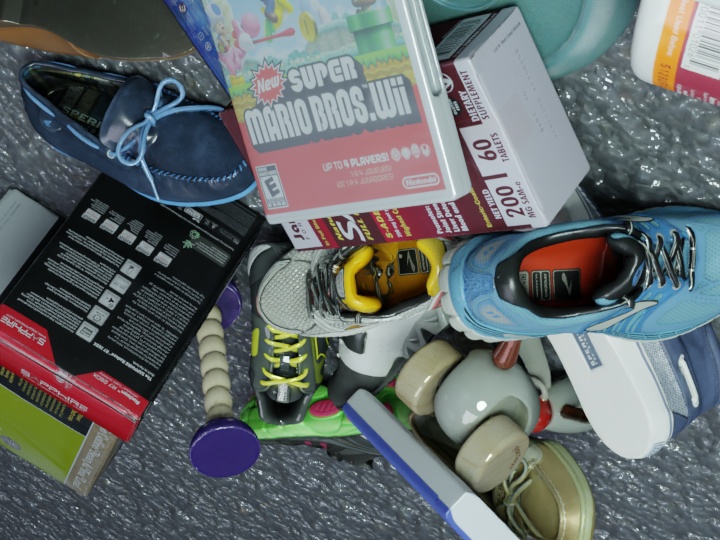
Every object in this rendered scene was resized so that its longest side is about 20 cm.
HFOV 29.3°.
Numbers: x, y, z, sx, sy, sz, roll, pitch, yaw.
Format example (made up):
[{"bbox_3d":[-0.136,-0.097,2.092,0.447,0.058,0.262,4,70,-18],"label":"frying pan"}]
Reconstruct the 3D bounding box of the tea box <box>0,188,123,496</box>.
[{"bbox_3d":[-0.274,0.070,1.213,0.196,0.134,0.200,34,147,-3],"label":"tea box"}]

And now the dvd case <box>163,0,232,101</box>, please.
[{"bbox_3d":[-0.038,-0.177,0.737,0.143,0.017,0.200,55,135,8],"label":"dvd case"}]

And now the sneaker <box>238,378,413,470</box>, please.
[{"bbox_3d":[-0.025,0.134,1.157,0.199,0.077,0.084,0,132,39],"label":"sneaker"}]

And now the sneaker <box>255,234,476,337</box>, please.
[{"bbox_3d":[0.000,0.000,0.892,0.199,0.082,0.079,-18,87,41],"label":"sneaker"}]

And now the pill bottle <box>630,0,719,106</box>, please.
[{"bbox_3d":[0.230,-0.109,0.614,0.198,0.110,0.110,21,146,14],"label":"pill bottle"}]

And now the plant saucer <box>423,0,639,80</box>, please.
[{"bbox_3d":[0.054,-0.173,0.744,0.198,0.028,0.201,20,144,15],"label":"plant saucer"}]

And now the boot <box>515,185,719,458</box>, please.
[{"bbox_3d":[0.159,0.011,0.868,0.073,0.090,0.202,-20,94,54],"label":"boot"}]

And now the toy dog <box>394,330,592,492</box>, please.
[{"bbox_3d":[0.112,0.071,0.919,0.132,0.200,0.097,38,115,10],"label":"toy dog"}]

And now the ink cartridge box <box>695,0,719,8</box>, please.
[{"bbox_3d":[0.179,-0.172,0.540,0.198,0.147,0.083,21,146,16],"label":"ink cartridge box"}]

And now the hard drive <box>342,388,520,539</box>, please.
[{"bbox_3d":[0.066,0.159,0.928,0.132,0.025,0.200,47,176,-23],"label":"hard drive"}]

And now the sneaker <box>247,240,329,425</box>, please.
[{"bbox_3d":[-0.049,0.051,1.047,0.074,0.085,0.201,2,148,0],"label":"sneaker"}]

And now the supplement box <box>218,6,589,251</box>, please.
[{"bbox_3d":[0.021,-0.076,0.803,0.199,0.061,0.109,-5,123,44],"label":"supplement box"}]

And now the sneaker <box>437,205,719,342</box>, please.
[{"bbox_3d":[0.148,0.005,0.771,0.090,0.198,0.079,167,94,-73],"label":"sneaker"}]

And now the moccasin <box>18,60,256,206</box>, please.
[{"bbox_3d":[-0.161,-0.096,0.956,0.198,0.081,0.068,13,155,23],"label":"moccasin"}]

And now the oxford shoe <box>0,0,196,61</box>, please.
[{"bbox_3d":[-0.178,-0.172,0.908,0.198,0.072,0.071,13,172,22],"label":"oxford shoe"}]

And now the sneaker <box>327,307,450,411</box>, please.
[{"bbox_3d":[0.014,0.027,0.998,0.088,0.074,0.200,39,135,0],"label":"sneaker"}]

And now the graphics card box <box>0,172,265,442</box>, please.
[{"bbox_3d":[-0.168,0.009,0.993,0.125,0.201,0.051,30,146,-2],"label":"graphics card box"}]

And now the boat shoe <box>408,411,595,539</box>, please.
[{"bbox_3d":[0.101,0.146,0.999,0.201,0.062,0.074,-134,44,-58],"label":"boat shoe"}]

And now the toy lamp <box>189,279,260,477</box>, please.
[{"bbox_3d":[-0.110,0.063,1.038,0.058,0.201,0.059,-7,131,-9],"label":"toy lamp"}]

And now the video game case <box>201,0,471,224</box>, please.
[{"bbox_3d":[-0.025,-0.127,0.723,0.142,0.017,0.202,-5,106,43],"label":"video game case"}]
